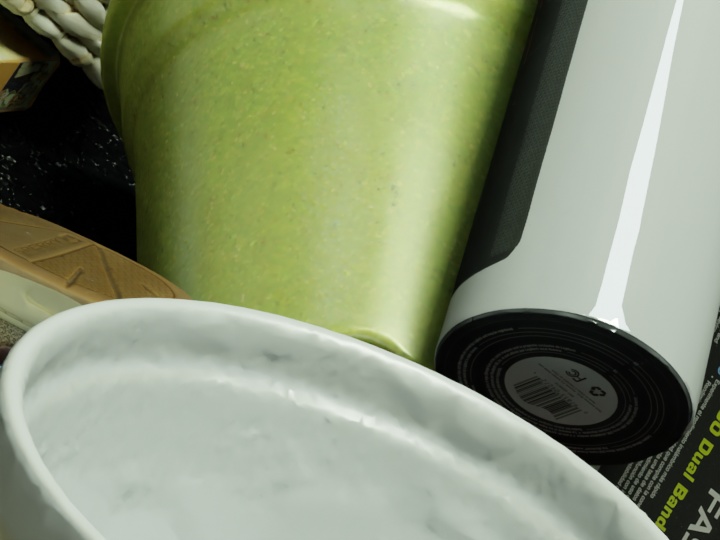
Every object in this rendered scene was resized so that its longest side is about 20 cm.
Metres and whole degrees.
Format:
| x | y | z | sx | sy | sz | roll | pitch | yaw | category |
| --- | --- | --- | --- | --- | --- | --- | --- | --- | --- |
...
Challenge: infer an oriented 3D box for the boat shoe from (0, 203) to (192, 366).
| x | y | z | sx | sy | sz | roll | pitch | yaw | category |
| --- | --- | --- | --- | --- | --- | --- | --- | --- | --- |
| -0.146 | 0.007 | 0.936 | 0.199 | 0.072 | 0.072 | 24 | 17 | 21 | boat shoe |

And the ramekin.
| x | y | z | sx | sy | sz | roll | pitch | yaw | category |
| --- | --- | --- | --- | --- | --- | --- | --- | --- | --- |
| -0.017 | 0.103 | 0.754 | 0.200 | 0.105 | 0.200 | 21 | 20 | -8 | ramekin |

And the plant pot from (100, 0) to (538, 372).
| x | y | z | sx | sy | sz | roll | pitch | yaw | category |
| --- | --- | --- | --- | --- | --- | --- | --- | --- | --- |
| 0.000 | 0.000 | 0.995 | 0.200 | 0.200 | 0.185 | 23 | 46 | -20 | plant pot |

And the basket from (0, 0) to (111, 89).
| x | y | z | sx | sy | sz | roll | pitch | yaw | category |
| --- | --- | --- | --- | --- | --- | --- | --- | --- | --- |
| -0.122 | -0.208 | 1.064 | 0.200 | 0.161 | 0.198 | 50 | 6 | 38 | basket |

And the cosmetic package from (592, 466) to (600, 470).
| x | y | z | sx | sy | sz | roll | pitch | yaw | category |
| --- | --- | --- | --- | --- | --- | --- | --- | --- | --- |
| 0.140 | 0.041 | 1.031 | 0.113 | 0.201 | 0.081 | 4 | 26 | -38 | cosmetic package |

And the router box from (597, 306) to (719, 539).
| x | y | z | sx | sy | sz | roll | pitch | yaw | category |
| --- | --- | --- | --- | --- | --- | --- | --- | --- | --- |
| 0.158 | 0.062 | 0.957 | 0.150 | 0.200 | 0.062 | 16 | 17 | -44 | router box |

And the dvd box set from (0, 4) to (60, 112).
| x | y | z | sx | sy | sz | roll | pitch | yaw | category |
| --- | --- | --- | --- | --- | --- | --- | --- | --- | --- |
| -0.197 | -0.106 | 1.009 | 0.146 | 0.029 | 0.200 | 41 | 14 | 9 | dvd box set |

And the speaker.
| x | y | z | sx | sy | sz | roll | pitch | yaw | category |
| --- | --- | --- | --- | --- | --- | --- | --- | --- | --- |
| 0.085 | -0.043 | 0.917 | 0.081 | 0.081 | 0.200 | 27 | 55 | -14 | speaker |
